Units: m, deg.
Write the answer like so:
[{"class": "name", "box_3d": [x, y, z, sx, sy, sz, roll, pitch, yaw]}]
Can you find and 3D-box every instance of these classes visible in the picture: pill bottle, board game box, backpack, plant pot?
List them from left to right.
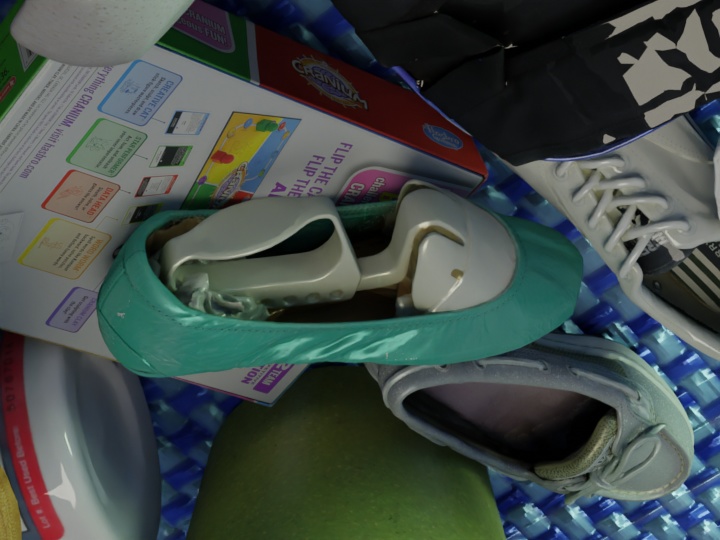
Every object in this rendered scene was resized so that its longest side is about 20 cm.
[{"class": "pill bottle", "box_3d": [-0.196, 0.090, 0.904, 0.198, 0.120, 0.120, -15, 125, 11]}, {"class": "board game box", "box_3d": [-0.072, -0.028, 0.826, 0.199, 0.041, 0.153, 20, 126, -39]}, {"class": "plant pot", "box_3d": [-0.006, 0.147, 0.905, 0.198, 0.185, 0.202, 0, 127, 0]}, {"class": "backpack", "box_3d": [0.079, -0.140, 0.719, 0.190, 0.154, 0.200, -38, 112, 15]}]

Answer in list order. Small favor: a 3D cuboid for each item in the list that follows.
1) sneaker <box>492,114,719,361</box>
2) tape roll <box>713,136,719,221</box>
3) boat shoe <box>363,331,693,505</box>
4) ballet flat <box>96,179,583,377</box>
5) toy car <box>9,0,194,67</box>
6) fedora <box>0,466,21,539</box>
[{"class": "sneaker", "box_3d": [0.111, -0.034, 0.844, 0.199, 0.071, 0.073, 35, 119, -23]}, {"class": "tape roll", "box_3d": [0.233, -0.035, 0.779, 0.201, 0.071, 0.203, 21, 152, 12]}, {"class": "boat shoe", "box_3d": [0.074, 0.062, 0.902, 0.074, 0.065, 0.201, -37, 134, 23]}, {"class": "ballet flat", "box_3d": [0.000, 0.000, 0.801, 0.198, 0.068, 0.071, -7, 147, -15]}, {"class": "toy car", "box_3d": [-0.087, -0.180, 0.688, 0.175, 0.150, 0.200, 44, 110, -5]}, {"class": "fedora", "box_3d": [-0.218, 0.075, 0.737, 0.198, 0.082, 0.202, -4, 128, -5]}]
